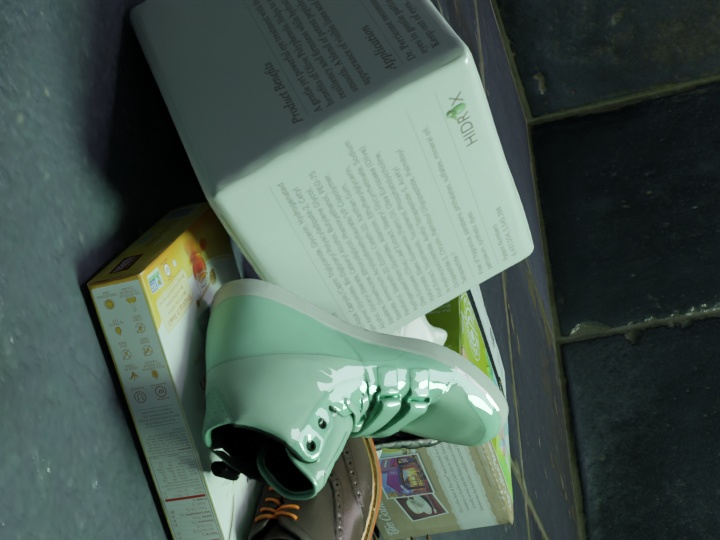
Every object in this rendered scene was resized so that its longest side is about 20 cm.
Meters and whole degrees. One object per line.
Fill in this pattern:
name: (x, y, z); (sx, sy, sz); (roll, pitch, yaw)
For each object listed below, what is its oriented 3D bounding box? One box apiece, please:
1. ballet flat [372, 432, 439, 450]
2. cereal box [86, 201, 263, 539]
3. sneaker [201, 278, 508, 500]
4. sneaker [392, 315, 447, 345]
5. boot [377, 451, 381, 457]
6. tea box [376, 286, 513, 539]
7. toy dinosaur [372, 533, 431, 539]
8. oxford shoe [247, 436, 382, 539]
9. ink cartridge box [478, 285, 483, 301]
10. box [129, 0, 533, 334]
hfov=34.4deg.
ballet flat: (0.010, 0.101, 0.847); (0.199, 0.056, 0.067); (4, 81, -55)
cereal box: (-0.095, 0.073, 0.713); (0.144, 0.039, 0.202); (-64, 140, -68)
sneaker: (-0.004, 0.093, 0.678); (0.199, 0.074, 0.119); (22, 47, -18)
sneaker: (0.000, 0.000, 0.970); (0.074, 0.087, 0.201); (-31, -96, 59)
boot: (-0.030, 0.094, 0.887); (0.096, 0.073, 0.201); (-76, 148, -59)
tea box: (0.056, 0.110, 1.087); (0.198, 0.132, 0.201); (-85, 159, -46)
toy dinosaur: (0.014, 0.226, 0.756); (0.200, 0.107, 0.060); (43, 35, 23)
oxford shoe: (-0.031, 0.145, 0.700); (0.073, 0.071, 0.202); (44, 35, -53)
ink cartridge box: (0.057, 0.010, 1.198); (0.067, 0.116, 0.202); (-66, 141, -62)
box: (-0.018, -0.089, 0.762); (0.200, 0.170, 0.201); (61, -1, 41)
